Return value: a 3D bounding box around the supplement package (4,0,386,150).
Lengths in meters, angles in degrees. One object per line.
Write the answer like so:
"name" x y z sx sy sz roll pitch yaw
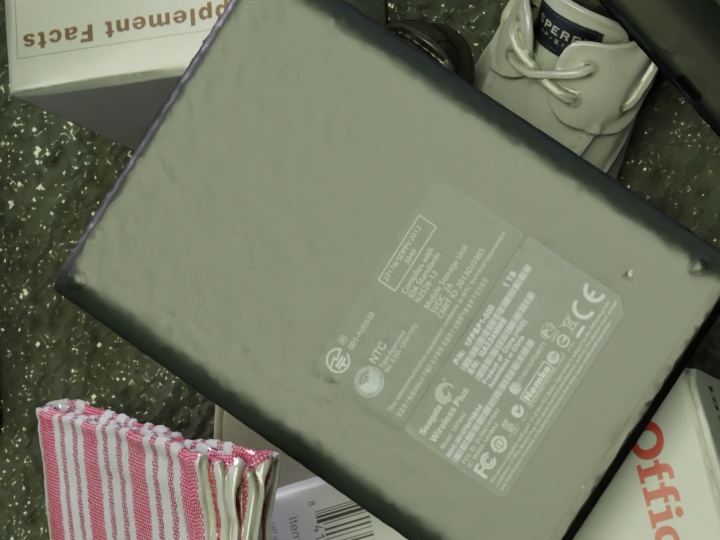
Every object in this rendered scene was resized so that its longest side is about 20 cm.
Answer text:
"supplement package" -0.064 -0.158 1.126 0.117 0.117 0.201 -7 80 17

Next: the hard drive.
"hard drive" 0.011 0.002 1.012 0.200 0.033 0.140 34 95 12

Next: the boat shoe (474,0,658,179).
"boat shoe" 0.079 -0.088 1.089 0.073 0.065 0.201 31 94 21

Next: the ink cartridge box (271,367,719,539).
"ink cartridge box" 0.055 0.132 1.056 0.199 0.085 0.145 -18 76 19

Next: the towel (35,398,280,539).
"towel" -0.070 0.125 1.059 0.030 0.200 0.147 -7 95 -23

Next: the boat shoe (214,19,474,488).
"boat shoe" 0.000 0.000 1.104 0.067 0.057 0.201 28 118 21

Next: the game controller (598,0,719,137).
"game controller" 0.162 -0.086 1.040 0.104 0.042 0.200 -42 96 -2
